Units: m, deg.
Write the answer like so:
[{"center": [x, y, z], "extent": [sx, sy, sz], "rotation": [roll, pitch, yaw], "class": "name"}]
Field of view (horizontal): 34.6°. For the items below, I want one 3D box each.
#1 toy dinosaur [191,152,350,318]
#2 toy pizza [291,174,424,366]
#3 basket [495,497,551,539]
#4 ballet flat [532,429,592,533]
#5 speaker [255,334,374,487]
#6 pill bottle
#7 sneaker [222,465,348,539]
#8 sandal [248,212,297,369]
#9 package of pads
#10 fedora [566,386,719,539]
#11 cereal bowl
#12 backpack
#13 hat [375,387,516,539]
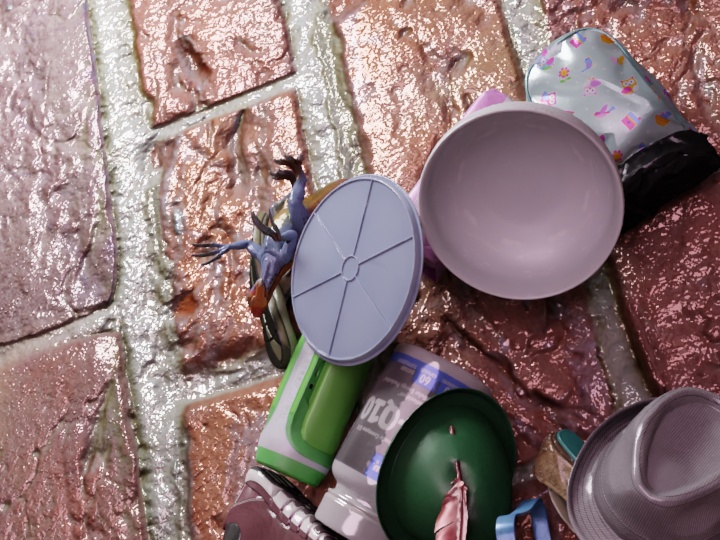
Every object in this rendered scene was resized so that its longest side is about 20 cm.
[{"center": [-0.079, -0.034, 1.288], "extent": [0.105, 0.200, 0.182], "rotation": [153, 119, -62], "class": "toy dinosaur"}, {"center": [0.000, 0.000, 1.199], "extent": [0.200, 0.032, 0.201], "rotation": [-15, 70, 46], "class": "toy pizza"}, {"center": [0.163, 0.312, 1.044], "extent": [0.139, 0.176, 0.200], "rotation": [-16, 82, 18], "class": "basket"}, {"center": [0.239, 0.242, 1.110], "extent": [0.200, 0.070, 0.065], "rotation": [51, 121, 34], "class": "ballet flat"}, {"center": [-0.041, 0.128, 1.258], "extent": [0.088, 0.088, 0.200], "rotation": [17, 76, 28], "class": "speaker"}, {"center": [0.041, 0.185, 1.181], "extent": [0.114, 0.114, 0.200], "rotation": [23, 79, 30], "class": "pill bottle"}, {"center": [-0.075, 0.304, 1.214], "extent": [0.200, 0.076, 0.116], "rotation": [36, 91, 42], "class": "sneaker"}, {"center": [-0.093, 0.024, 1.342], "extent": [0.057, 0.080, 0.201], "rotation": [-8, 59, -15], "class": "sandal"}, {"center": [0.108, -0.091, 1.264], "extent": [0.076, 0.121, 0.200], "rotation": [33, 84, 10], "class": "package of pads"}, {"center": [0.288, 0.181, 1.049], "extent": [0.200, 0.090, 0.177], "rotation": [-36, 59, -24], "class": "fedora"}, {"center": [0.160, -0.077, 1.150], "extent": [0.200, 0.200, 0.083], "rotation": [-15, 20, 17], "class": "cereal bowl"}, {"center": [0.262, -0.156, 1.219], "extent": [0.167, 0.127, 0.200], "rotation": [-31, 65, 7], "class": "backpack"}, {"center": [0.122, 0.221, 1.064], "extent": [0.176, 0.166, 0.200], "rotation": [14, 71, 57], "class": "hat"}]
